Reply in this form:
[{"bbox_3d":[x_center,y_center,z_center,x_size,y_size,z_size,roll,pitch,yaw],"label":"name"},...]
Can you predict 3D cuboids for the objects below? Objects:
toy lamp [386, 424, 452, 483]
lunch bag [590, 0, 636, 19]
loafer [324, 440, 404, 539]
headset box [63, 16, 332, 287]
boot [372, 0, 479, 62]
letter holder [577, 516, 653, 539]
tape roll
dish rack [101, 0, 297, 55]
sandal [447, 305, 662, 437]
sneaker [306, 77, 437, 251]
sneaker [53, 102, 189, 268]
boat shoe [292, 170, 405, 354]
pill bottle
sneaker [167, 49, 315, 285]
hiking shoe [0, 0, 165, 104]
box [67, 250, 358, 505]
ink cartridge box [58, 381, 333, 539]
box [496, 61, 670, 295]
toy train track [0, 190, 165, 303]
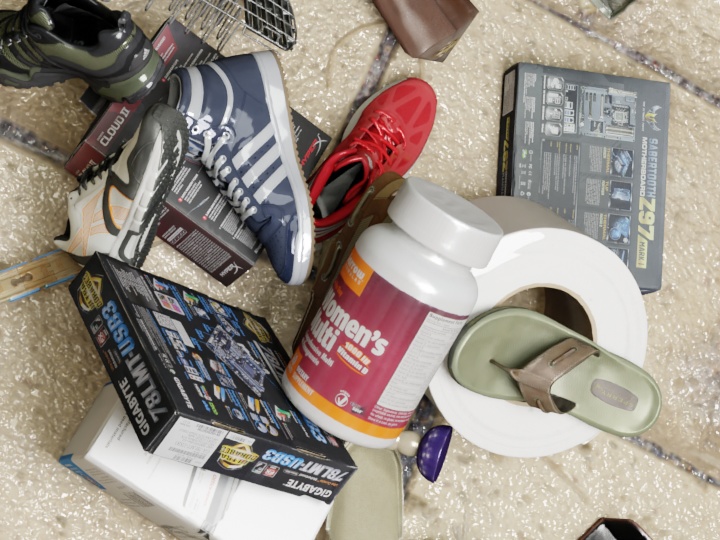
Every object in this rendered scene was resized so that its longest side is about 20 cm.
[{"bbox_3d":[-0.022,0.130,1.658,0.198,0.058,0.059,19,77,11],"label":"toy lamp"},{"bbox_3d":[0.279,-0.342,1.770,0.117,0.200,0.164,42,74,-9],"label":"lunch bag"},{"bbox_3d":[0.004,0.231,1.677,0.075,0.068,0.202,9,80,-16],"label":"loafer"},{"bbox_3d":[-0.148,-0.108,1.656,0.199,0.075,0.149,36,63,-11],"label":"headset box"},{"bbox_3d":[0.003,-0.257,1.733,0.186,0.064,0.201,-39,100,-30],"label":"boot"},{"bbox_3d":[0.269,0.329,1.711,0.100,0.142,0.201,-40,95,-18],"label":"letter holder"},{"bbox_3d":[0.135,0.047,1.674,0.200,0.139,0.205,-3,103,-12],"label":"tape roll"},{"bbox_3d":[-0.146,-0.249,1.658,0.199,0.154,0.055,28,117,-21],"label":"dish rack"},{"bbox_3d":[0.168,0.086,1.587,0.199,0.057,0.080,18,99,-16],"label":"sandal"},{"bbox_3d":[0.015,-0.099,1.697,0.078,0.115,0.201,40,73,-9],"label":"sneaker"},{"bbox_3d":[-0.198,-0.063,1.555,0.080,0.201,0.074,31,42,2],"label":"sneaker"},{"bbox_3d":[0.000,0.000,1.649,0.075,0.201,0.074,4,42,-44],"label":"boat shoe"},{"bbox_3d":[0.027,0.033,1.539,0.109,0.110,0.201,26,105,-13],"label":"pill bottle"},{"bbox_3d":[-0.106,-0.081,1.585,0.107,0.070,0.202,-7,79,-23],"label":"sneaker"},{"bbox_3d":[-0.259,-0.204,1.596,0.198,0.101,0.076,10,54,22],"label":"hiking shoe"},{"bbox_3d":[-0.119,0.087,1.538,0.198,0.200,0.050,24,113,-44],"label":"box"},{"bbox_3d":[-0.139,0.176,1.598,0.199,0.144,0.085,34,74,-11],"label":"ink cartridge box"},{"bbox_3d":[0.207,-0.085,1.791,0.156,0.051,0.202,5,82,-14],"label":"box"},{"bbox_3d":[-0.254,-0.001,1.634,0.199,0.033,0.115,-22,79,-29],"label":"toy train track"}]
